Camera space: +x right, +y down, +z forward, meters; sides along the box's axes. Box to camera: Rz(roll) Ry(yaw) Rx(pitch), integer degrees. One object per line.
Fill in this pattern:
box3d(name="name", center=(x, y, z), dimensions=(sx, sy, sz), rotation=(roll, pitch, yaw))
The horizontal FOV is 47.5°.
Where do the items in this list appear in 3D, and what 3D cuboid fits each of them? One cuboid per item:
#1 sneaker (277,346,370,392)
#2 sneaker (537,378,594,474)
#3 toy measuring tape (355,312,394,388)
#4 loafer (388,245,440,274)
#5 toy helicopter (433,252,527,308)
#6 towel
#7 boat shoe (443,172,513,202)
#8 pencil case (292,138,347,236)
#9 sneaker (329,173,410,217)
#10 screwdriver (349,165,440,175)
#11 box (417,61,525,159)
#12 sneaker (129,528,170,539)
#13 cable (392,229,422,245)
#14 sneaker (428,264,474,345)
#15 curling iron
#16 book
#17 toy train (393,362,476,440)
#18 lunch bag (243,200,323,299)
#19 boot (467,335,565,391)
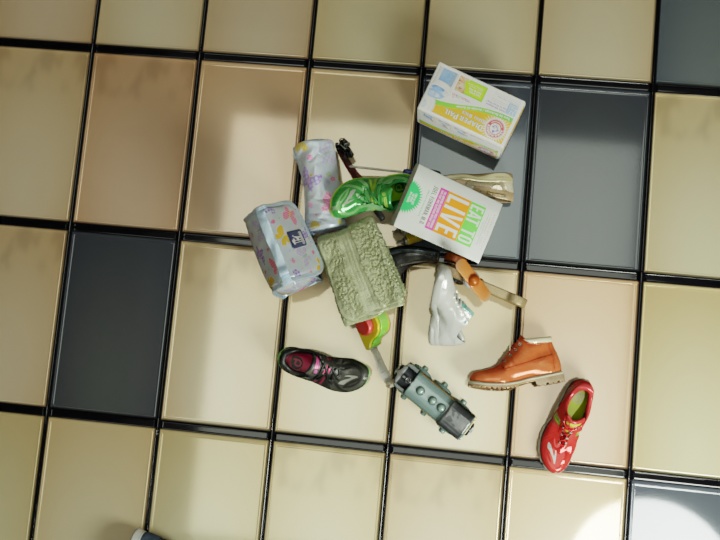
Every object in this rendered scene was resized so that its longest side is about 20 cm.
box3d(name="sneaker", center=(-0.079, 0.207, 1.689), dimensions=(0.197, 0.084, 0.078), rotation=(10, 86, 5))
box3d(name="sneaker", center=(0.414, 0.310, 1.643), dimensions=(0.076, 0.085, 0.202), rotation=(20, 86, 6))
box3d(name="toy measuring tape", center=(0.041, 0.142, 1.693), dimensions=(0.073, 0.074, 0.202), rotation=(-24, 85, 1))
box3d(name="loafer", center=(0.070, -0.014, 1.713), dimensions=(0.197, 0.073, 0.073), rotation=(-2, 93, 14))
box3d(name="toy helicopter", center=(0.245, 0.027, 1.659), dimensions=(0.198, 0.132, 0.080), rotation=(23, 86, 6))
box3d(name="towel", center=(0.000, 0.000, 1.666), dimensions=(0.147, 0.036, 0.202), rotation=(-22, 77, 9))
box3d(name="boat shoe", center=(0.222, -0.165, 1.711), dimensions=(0.197, 0.071, 0.065), rotation=(-4, 83, 2))
box3d(name="pencil case", center=(-0.086, -0.177, 1.726), dimensions=(0.090, 0.083, 0.203), rotation=(-8, 85, -18))
box3d(name="sneaker", center=(0.031, -0.156, 1.677), dimensions=(0.198, 0.084, 0.075), rotation=(-17, 109, -12))
box3d(name="screwdriver", center=(0.074, -0.210, 1.727), dimensions=(0.197, 0.029, 0.028), rotation=(6, 88, -11))
box3d(name="box", center=(0.229, -0.331, 1.711), dimensions=(0.198, 0.101, 0.113), rotation=(25, 86, 6))
box3d(name="sneaker", center=(-0.419, 0.649, 1.674), dimensions=(0.144, 0.077, 0.205), rotation=(12, 84, 8))
box3d(name="cable", center=(0.166, -0.102, 1.735), dimensions=(0.197, 0.050, 0.098), rotation=(0, 72, -8))
box3d(name="sneaker", center=(0.185, 0.071, 1.645), dimensions=(0.087, 0.202, 0.076), rotation=(8, 42, 12))
box3d(name="curling iron", center=(-0.003, -0.193, 1.743), dimensions=(0.025, 0.050, 0.202), rotation=(-25, 84, -14))
box3d(name="book", center=(0.175, -0.116, 1.667), dimensions=(0.198, 0.048, 0.135), rotation=(22, 95, -15))
box3d(name="toy train", center=(0.149, 0.262, 1.652), dimensions=(0.200, 0.114, 0.085), rotation=(40, 88, 7))
box3d(name="lunch bag", center=(-0.154, -0.042, 1.661), dimensions=(0.126, 0.200, 0.171), rotation=(-24, 82, 2))
box3d(name="boot", center=(0.310, 0.191, 1.674), dimensions=(0.197, 0.075, 0.109), rotation=(-8, 81, -5))
